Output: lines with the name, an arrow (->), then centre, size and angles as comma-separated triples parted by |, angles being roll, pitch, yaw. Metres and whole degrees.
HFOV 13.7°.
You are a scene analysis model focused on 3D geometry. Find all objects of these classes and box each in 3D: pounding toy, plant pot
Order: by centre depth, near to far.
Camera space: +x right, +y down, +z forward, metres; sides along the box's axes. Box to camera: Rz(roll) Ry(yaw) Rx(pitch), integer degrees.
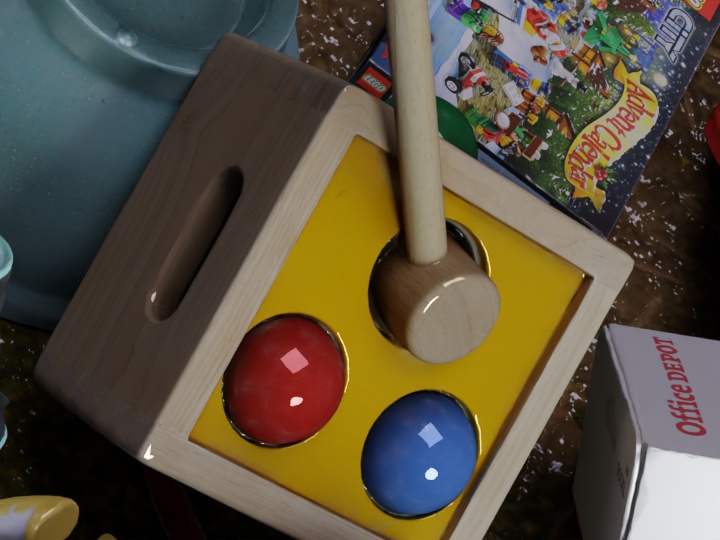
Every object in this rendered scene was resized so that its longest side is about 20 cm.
pounding toy -> 0.000, 0.000, 1.123 | 0.184, 0.142, 0.200 | 30, 89, -34
plant pot -> -0.106, -0.092, 1.221 | 0.200, 0.134, 0.200 | 16, 52, -22

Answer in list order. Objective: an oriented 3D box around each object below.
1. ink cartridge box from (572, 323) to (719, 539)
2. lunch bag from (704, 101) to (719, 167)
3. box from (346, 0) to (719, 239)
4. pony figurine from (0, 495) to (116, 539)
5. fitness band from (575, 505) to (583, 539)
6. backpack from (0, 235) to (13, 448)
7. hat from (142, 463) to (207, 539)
ink cartridge box -> 0.193, 0.094, 1.207 | 0.200, 0.084, 0.145 | 9, 17, -4
lunch bag -> 0.238, -0.025, 1.405 | 0.176, 0.082, 0.200 | 29, 34, -14
box -> 0.087, -0.107, 1.419 | 0.137, 0.038, 0.200 | 36, 47, -6
pony figurine -> -0.141, 0.160, 1.018 | 0.200, 0.167, 0.193 | -17, 40, -24
fitness band -> 0.186, 0.113, 1.332 | 0.200, 0.037, 0.144 | 5, 59, -28
backpack -> -0.238, -0.005, 1.039 | 0.176, 0.153, 0.200 | -22, 35, -36
hat -> -0.054, 0.194, 1.109 | 0.176, 0.166, 0.200 | 14, 23, 20
